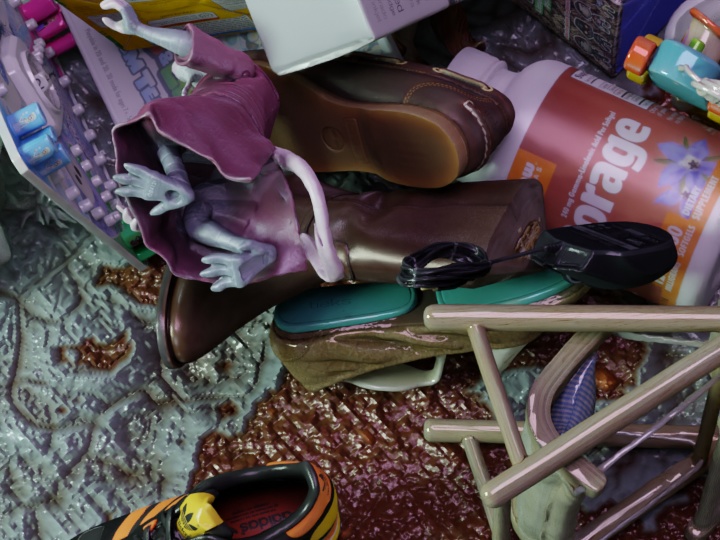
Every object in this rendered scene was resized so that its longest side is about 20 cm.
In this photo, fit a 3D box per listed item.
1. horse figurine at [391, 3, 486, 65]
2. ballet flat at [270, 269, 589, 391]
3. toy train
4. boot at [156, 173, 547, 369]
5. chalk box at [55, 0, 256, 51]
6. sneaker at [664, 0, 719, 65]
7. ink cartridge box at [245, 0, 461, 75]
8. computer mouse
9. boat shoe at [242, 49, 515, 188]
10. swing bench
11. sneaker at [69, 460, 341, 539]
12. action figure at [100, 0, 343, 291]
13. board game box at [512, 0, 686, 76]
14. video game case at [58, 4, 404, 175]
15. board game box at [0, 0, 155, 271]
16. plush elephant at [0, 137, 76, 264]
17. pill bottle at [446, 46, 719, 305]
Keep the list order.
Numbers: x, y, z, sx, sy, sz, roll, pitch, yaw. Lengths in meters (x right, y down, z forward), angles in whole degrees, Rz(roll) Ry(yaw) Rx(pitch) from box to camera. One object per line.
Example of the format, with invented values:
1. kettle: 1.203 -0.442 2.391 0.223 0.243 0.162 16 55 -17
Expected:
1. horse figurine: -0.018 -0.156 1.780 0.200 0.050 0.133 -3 67 6
2. ballet flat: 0.047 0.036 1.668 0.200 0.072 0.068 -13 35 7
3. toy train: 0.252 -0.099 1.678 0.150 0.200 0.056 25 86 50
4. boot: 0.000 0.000 1.611 0.200 0.064 0.186 5 39 24
5. chalk box: -0.117 -0.253 1.705 0.124 0.124 0.200 -6 75 19
6. sneaker: 0.292 -0.140 1.750 0.200 0.075 0.082 0 64 1
7. ink cartridge box: 0.006 -0.218 1.658 0.200 0.086 0.146 -30 102 -50
8. computer mouse: 0.100 0.000 1.563 0.200 0.034 0.059 -6 21 -35
9. boat shoe: -0.001 -0.097 1.670 0.200 0.070 0.070 18 41 32
10. swing bench: 0.147 0.084 1.583 0.200 0.199 0.130 -16 66 -5
11. sneaker: -0.109 0.156 1.615 0.200 0.090 0.070 -19 66 -8
12. action figure: -0.077 -0.084 1.582 0.149 0.134 0.200 -3 29 10
13. board game box: 0.140 -0.255 1.795 0.200 0.097 0.159 40 72 18
14. video game case: -0.081 -0.146 1.750 0.182 0.024 0.200 -29 73 10
15. board game box: -0.193 -0.115 1.682 0.026 0.200 0.200 -29 66 7
16. plush elephant: -0.271 -0.064 1.685 0.200 0.155 0.165 -9 65 -2
17. pill bottle: 0.138 -0.060 1.698 0.200 0.112 0.112 24 68 12
